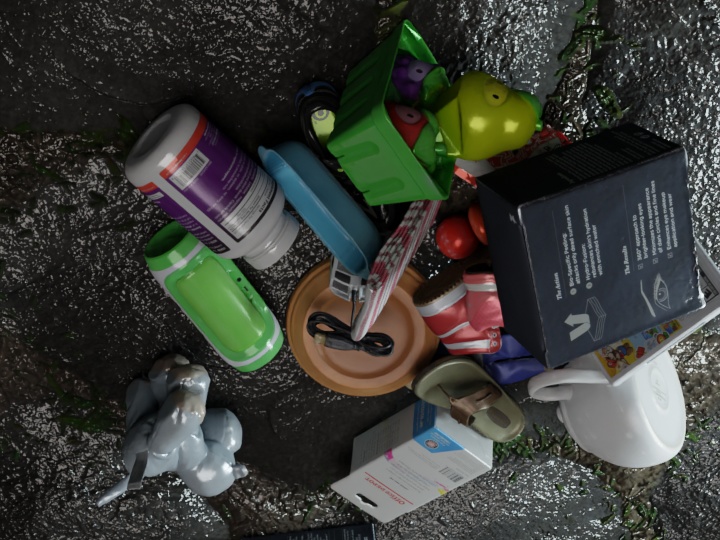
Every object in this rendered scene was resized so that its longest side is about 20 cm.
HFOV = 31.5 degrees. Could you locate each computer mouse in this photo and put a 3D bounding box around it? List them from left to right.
[{"bbox_3d":[0.000,0.000,1.552,0.109,0.044,0.201,9,88,5],"label":"computer mouse"}]

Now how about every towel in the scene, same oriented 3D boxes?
[{"bbox_3d":[0.043,-0.025,1.462,0.030,0.200,0.146,28,153,7],"label":"towel"}]

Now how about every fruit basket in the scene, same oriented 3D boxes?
[{"bbox_3d":[0.085,-0.175,1.389,0.215,0.216,0.156,-30,119,14],"label":"fruit basket"}]

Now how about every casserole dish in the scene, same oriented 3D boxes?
[{"bbox_3d":[-0.041,-0.076,1.478,0.039,0.121,0.200,-40,89,-13],"label":"casserole dish"}]

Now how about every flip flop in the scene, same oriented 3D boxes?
[{"bbox_3d":[0.146,0.173,1.636,0.081,0.058,0.200,-43,126,12],"label":"flip flop"}]

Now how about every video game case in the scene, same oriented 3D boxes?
[{"bbox_3d":[0.325,0.007,1.545,0.182,0.200,0.023,-39,155,19],"label":"video game case"}]

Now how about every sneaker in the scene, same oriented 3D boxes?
[{"bbox_3d":[-0.018,-0.121,1.475,0.071,0.083,0.200,-26,114,10],"label":"sneaker"},{"bbox_3d":[0.174,0.027,1.587,0.200,0.071,0.113,-31,114,2],"label":"sneaker"},{"bbox_3d":[0.172,-0.135,1.471,0.201,0.067,0.108,39,105,16],"label":"sneaker"},{"bbox_3d":[0.218,0.040,1.521,0.199,0.074,0.087,3,101,-4],"label":"sneaker"}]

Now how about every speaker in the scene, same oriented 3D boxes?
[{"bbox_3d":[-0.178,0.031,1.569,0.088,0.089,0.200,-28,120,13],"label":"speaker"}]

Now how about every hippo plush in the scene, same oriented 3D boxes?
[{"bbox_3d":[-0.211,0.218,1.634,0.161,0.200,0.159,33,136,-31],"label":"hippo plush"}]

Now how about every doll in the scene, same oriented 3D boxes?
[{"bbox_3d":[0.152,0.128,1.678,0.199,0.049,0.137,-9,122,1],"label":"doll"}]

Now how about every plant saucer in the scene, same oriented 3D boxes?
[{"bbox_3d":[0.004,0.073,1.616,0.199,0.037,0.201,0,111,1],"label":"plant saucer"}]

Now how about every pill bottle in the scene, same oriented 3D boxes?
[{"bbox_3d":[-0.167,-0.091,1.476,0.112,0.113,0.200,-38,118,18],"label":"pill bottle"}]

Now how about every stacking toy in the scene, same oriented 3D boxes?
[{"bbox_3d":[0.180,-0.072,1.539,0.200,0.085,0.085,-25,121,16],"label":"stacking toy"}]

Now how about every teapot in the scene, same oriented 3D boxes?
[{"bbox_3d":[0.319,0.168,1.649,0.146,0.197,0.200,-17,107,30],"label":"teapot"}]

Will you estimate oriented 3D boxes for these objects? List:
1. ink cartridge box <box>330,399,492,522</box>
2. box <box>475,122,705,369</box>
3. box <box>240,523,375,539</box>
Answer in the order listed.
[{"bbox_3d":[0.067,0.254,1.724,0.115,0.068,0.200,38,126,-26],"label":"ink cartridge box"},{"bbox_3d":[0.250,-0.030,1.387,0.199,0.117,0.197,-20,116,-12],"label":"box"},{"bbox_3d":[-0.064,0.486,1.842,0.196,0.124,0.201,-7,123,-2],"label":"box"}]
